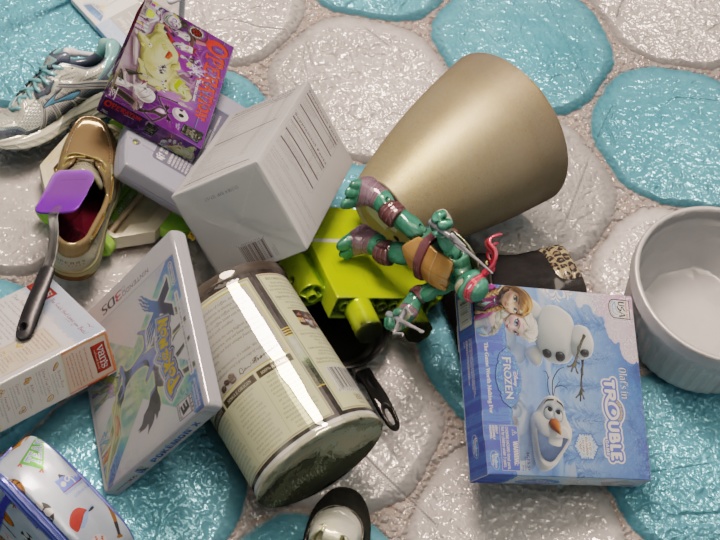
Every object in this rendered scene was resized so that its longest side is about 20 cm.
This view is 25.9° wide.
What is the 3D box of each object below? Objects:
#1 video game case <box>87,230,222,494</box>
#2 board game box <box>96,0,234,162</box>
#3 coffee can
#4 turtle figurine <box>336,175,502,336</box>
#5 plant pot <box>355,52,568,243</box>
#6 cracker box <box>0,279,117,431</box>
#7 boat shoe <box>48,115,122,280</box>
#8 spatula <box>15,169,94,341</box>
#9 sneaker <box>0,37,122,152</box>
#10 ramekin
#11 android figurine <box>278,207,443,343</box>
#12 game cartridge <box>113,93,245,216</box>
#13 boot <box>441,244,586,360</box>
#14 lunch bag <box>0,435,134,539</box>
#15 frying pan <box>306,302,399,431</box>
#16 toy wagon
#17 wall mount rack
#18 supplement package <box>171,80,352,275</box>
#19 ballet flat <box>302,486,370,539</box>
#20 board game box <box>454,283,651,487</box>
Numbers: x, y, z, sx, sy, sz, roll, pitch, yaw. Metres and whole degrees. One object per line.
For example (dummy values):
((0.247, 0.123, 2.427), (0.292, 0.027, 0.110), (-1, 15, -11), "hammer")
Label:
((-0.214, 0.091, 1.550), (0.022, 0.182, 0.201), (13, 49, -40), "video game case")
((-0.214, -0.216, 1.745), (0.119, 0.032, 0.201), (31, 38, -19), "board game box")
((-0.090, 0.113, 1.567), (0.145, 0.147, 0.201), (-24, 64, -23), "coffee can")
((0.062, -0.009, 1.586), (0.199, 0.151, 0.100), (35, 28, 33), "turtle figurine")
((0.093, -0.111, 1.717), (0.199, 0.188, 0.187), (-34, 68, -28), "plant pot")
((-0.361, 0.095, 1.557), (0.199, 0.058, 0.134), (-28, 38, -24), "cracker box")
((-0.292, -0.088, 1.664), (0.073, 0.067, 0.202), (3, 58, -8), "boat shoe")
((-0.313, -0.020, 1.577), (0.056, 0.021, 0.202), (-2, 63, 23), "spatula")
((-0.347, -0.202, 1.750), (0.199, 0.087, 0.077), (-27, 34, -22), "sneaker")
((0.382, 0.040, 1.721), (0.198, 0.105, 0.202), (4, 56, -7), "ramekin")
((0.000, 0.000, 1.690), (0.181, 0.041, 0.201), (0, 41, -31), "android figurine")
((-0.197, -0.141, 1.735), (0.133, 0.041, 0.201), (34, 38, -13), "game cartridge")
((0.176, 0.057, 1.697), (0.149, 0.073, 0.201), (-9, 56, -16), "boot")
((-0.285, 0.235, 1.425), (0.160, 0.200, 0.076), (43, 61, 3), "lunch bag")
((0.003, 0.082, 1.671), (0.190, 0.031, 0.115), (41, 58, 16), "frying pan")
((-0.256, -0.083, 1.732), (0.199, 0.040, 0.156), (30, 57, 9), "toy wagon")
((-0.311, -0.310, 1.849), (0.173, 0.075, 0.200), (-33, 67, -26), "wall mount rack")
((-0.099, -0.098, 1.663), (0.113, 0.110, 0.200), (-19, 23, 26), "supplement package")
((-0.031, 0.288, 1.510), (0.067, 0.069, 0.201), (17, 56, 3), "ballet flat")
((0.200, 0.120, 1.619), (0.197, 0.043, 0.202), (5, 70, -25), "board game box")
